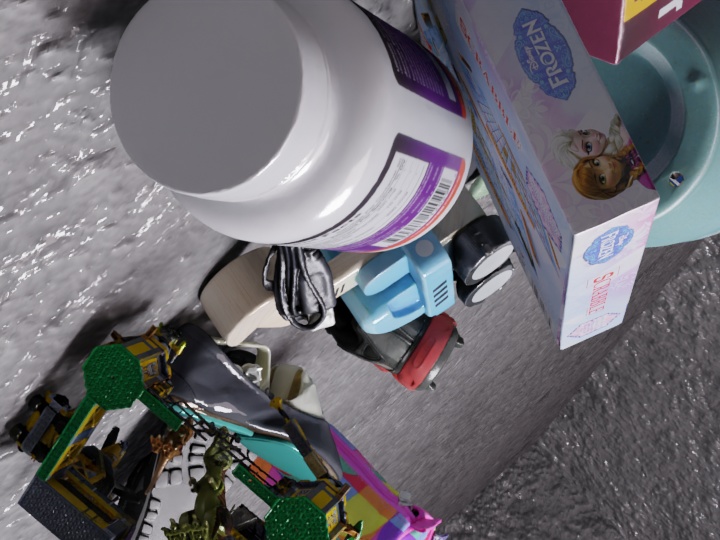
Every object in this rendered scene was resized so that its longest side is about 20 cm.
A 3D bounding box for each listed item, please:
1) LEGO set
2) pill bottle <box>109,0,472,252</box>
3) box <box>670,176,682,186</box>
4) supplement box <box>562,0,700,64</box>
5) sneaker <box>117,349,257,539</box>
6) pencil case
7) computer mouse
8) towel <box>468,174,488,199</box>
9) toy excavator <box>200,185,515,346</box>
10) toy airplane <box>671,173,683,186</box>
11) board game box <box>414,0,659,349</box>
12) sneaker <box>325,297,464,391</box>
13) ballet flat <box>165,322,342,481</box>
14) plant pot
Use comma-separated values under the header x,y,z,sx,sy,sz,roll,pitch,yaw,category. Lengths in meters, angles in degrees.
x,y,z,sx,sy,sz,roll,pitch,yaw,category
-0.094,0.126,0.774,0.155,0.199,0.116,-62,169,13,LEGO set
-0.026,-0.066,0.584,0.112,0.111,0.200,-48,165,12,pill bottle
0.534,-0.163,1.962,0.200,0.064,0.070,-42,166,-15,box
0.165,-0.212,0.714,0.200,0.085,0.111,-37,142,-31,supplement box
-0.136,0.142,0.956,0.075,0.087,0.201,27,90,-32,sneaker
-0.026,0.164,1.027,0.088,0.199,0.089,-37,148,-27,pencil case
0.023,-0.060,0.783,0.200,0.052,0.139,-42,141,-30,computer mouse
0.173,-0.152,1.083,0.152,0.023,0.201,-31,161,-43,towel
0.000,0.000,0.894,0.199,0.100,0.195,-35,163,-5,toy excavator
0.457,-0.132,1.680,0.198,0.141,0.201,-30,159,-43,toy airplane
0.077,-0.080,0.648,0.041,0.202,0.200,-23,163,0,board game box
0.017,0.041,1.077,0.071,0.097,0.200,-57,-171,-1,sneaker
-0.065,0.087,0.882,0.073,0.073,0.200,-47,138,6,ballet flat
0.171,-0.105,0.828,0.201,0.200,0.188,-51,167,23,plant pot
